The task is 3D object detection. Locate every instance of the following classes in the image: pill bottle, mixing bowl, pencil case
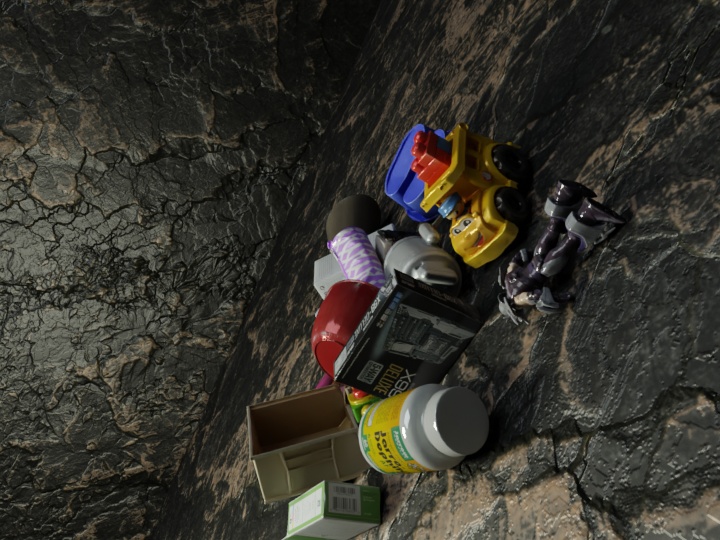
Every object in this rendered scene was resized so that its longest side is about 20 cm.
[{"bbox_3d":[0.086,0.220,0.827,0.200,0.112,0.114,-37,33,57],"label":"pill bottle"},{"bbox_3d":[-0.013,0.129,1.051,0.108,0.200,0.200,-43,-2,-42],"label":"mixing bowl"},{"bbox_3d":[0.000,0.000,1.163,0.201,0.085,0.084,-116,24,-43],"label":"pencil case"}]

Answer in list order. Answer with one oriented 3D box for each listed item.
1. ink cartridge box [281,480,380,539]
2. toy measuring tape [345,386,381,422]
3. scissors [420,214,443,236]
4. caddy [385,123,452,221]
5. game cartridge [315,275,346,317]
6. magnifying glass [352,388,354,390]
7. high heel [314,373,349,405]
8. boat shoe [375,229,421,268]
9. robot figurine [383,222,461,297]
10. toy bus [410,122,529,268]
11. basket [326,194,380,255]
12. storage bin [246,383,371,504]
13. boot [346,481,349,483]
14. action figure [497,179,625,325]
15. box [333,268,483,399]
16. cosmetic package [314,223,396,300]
[{"bbox_3d":[-0.058,0.416,1.009,0.200,0.103,0.060,-49,33,45],"label":"ink cartridge box"},{"bbox_3d":[0.013,0.240,1.120,0.200,0.073,0.074,-172,106,-84],"label":"toy measuring tape"},{"bbox_3d":[0.129,-0.074,1.155,0.201,0.073,0.014,-64,30,3],"label":"scissors"},{"bbox_3d":[0.143,-0.202,1.231,0.141,0.104,0.201,33,100,50],"label":"caddy"},{"bbox_3d":[-0.006,0.111,1.200,0.134,0.041,0.200,-55,52,24],"label":"game cartridge"},{"bbox_3d":[-0.023,0.165,1.265,0.080,0.022,0.202,102,162,-68],"label":"magnifying glass"},{"bbox_3d":[-0.070,0.223,1.297,0.095,0.068,0.201,-13,32,12],"label":"high heel"},{"bbox_3d":[0.081,0.013,1.206,0.075,0.092,0.202,-129,35,-59],"label":"boat shoe"},{"bbox_3d":[0.106,0.004,1.046,0.200,0.112,0.171,-128,51,-71],"label":"robot figurine"},{"bbox_3d":[0.156,-0.133,0.946,0.136,0.191,0.202,-42,30,49],"label":"toy bus"},{"bbox_3d":[-0.015,-0.061,1.479,0.201,0.135,0.181,-94,28,-50],"label":"basket"},{"bbox_3d":[-0.097,0.304,1.084,0.200,0.196,0.095,-139,37,-74],"label":"storage bin"},{"bbox_3d":[-0.072,0.373,1.180,0.200,0.065,0.167,178,108,-74],"label":"boot"},{"bbox_3d":[0.236,-0.009,0.759,0.201,0.069,0.131,-61,24,30],"label":"action figure"},{"bbox_3d":[0.071,0.115,0.936,0.201,0.157,0.050,-58,19,24],"label":"box"},{"bbox_3d":[0.001,-0.011,1.297,0.199,0.072,0.102,-26,30,13],"label":"cosmetic package"}]
